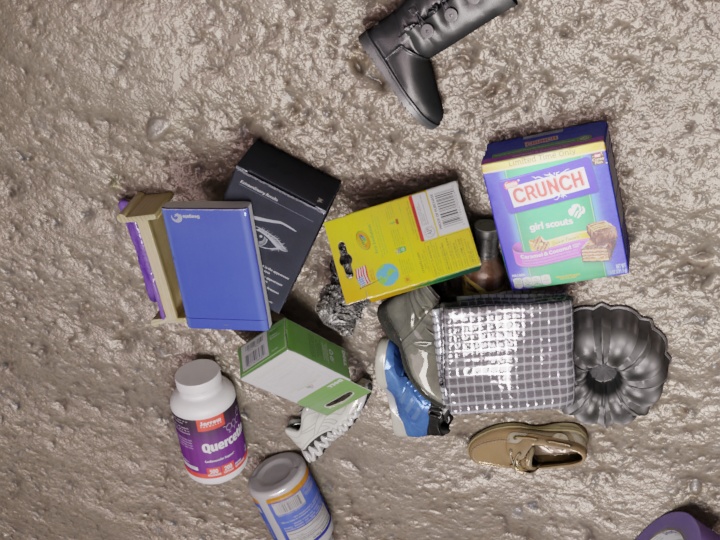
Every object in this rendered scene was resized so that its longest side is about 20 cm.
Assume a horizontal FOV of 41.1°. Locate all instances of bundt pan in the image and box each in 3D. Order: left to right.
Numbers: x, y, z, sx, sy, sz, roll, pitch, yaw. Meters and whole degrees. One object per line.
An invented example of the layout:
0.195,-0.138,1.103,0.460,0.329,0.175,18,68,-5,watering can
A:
0.365,0.153,1.440,0.199,0.076,0.204,6,120,11,bundt pan

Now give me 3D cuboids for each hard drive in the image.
-0.207,-0.004,1.397,0.130,0.025,0.202,1,120,14,hard drive

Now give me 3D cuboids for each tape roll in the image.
0.502,0.495,1.531,0.085,0.201,0.200,35,122,-7,tape roll

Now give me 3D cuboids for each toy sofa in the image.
-0.326,-0.017,1.510,0.096,0.083,0.202,-3,119,14,toy sofa

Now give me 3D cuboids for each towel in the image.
0.205,0.118,1.363,0.197,0.086,0.168,-5,105,0,towel

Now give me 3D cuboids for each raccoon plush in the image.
0.000,0.000,1.406,0.096,0.134,0.201,27,123,-1,raccoon plush

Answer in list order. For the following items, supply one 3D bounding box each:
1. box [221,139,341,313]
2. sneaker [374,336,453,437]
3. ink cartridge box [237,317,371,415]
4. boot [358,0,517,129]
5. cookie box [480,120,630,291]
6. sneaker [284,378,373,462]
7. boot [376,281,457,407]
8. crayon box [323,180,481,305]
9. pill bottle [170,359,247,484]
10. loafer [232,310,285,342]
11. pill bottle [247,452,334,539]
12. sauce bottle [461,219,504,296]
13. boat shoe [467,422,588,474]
-0.136,-0.065,1.421,0.147,0.105,0.201,27,122,-3,box
0.093,0.186,1.524,0.110,0.077,0.202,-1,124,21,sneaker
-0.085,0.154,1.495,0.103,0.060,0.199,-32,138,27,ink cartridge box
0.120,-0.301,1.248,0.199,0.066,0.165,-34,109,23,boot
0.271,-0.086,1.323,0.169,0.075,0.202,-9,116,20,cookie box
-0.054,0.239,1.602,0.081,0.075,0.200,42,121,-2,sneaker
0.117,0.106,1.443,0.130,0.068,0.201,-31,93,44,boot
0.059,-0.036,1.355,0.197,0.051,0.129,-16,81,3,crayon box
-0.260,0.256,1.635,0.111,0.113,0.202,1,120,13,pill bottle
-0.188,0.057,1.531,0.199,0.069,0.076,33,125,-25,loafer
-0.113,0.433,1.703,0.111,0.112,0.202,-13,117,20,pill bottle
0.181,0.022,1.417,0.064,0.065,0.202,5,119,11,sauce bottle
0.266,0.290,1.550,0.198,0.065,0.072,-12,116,20,boat shoe
